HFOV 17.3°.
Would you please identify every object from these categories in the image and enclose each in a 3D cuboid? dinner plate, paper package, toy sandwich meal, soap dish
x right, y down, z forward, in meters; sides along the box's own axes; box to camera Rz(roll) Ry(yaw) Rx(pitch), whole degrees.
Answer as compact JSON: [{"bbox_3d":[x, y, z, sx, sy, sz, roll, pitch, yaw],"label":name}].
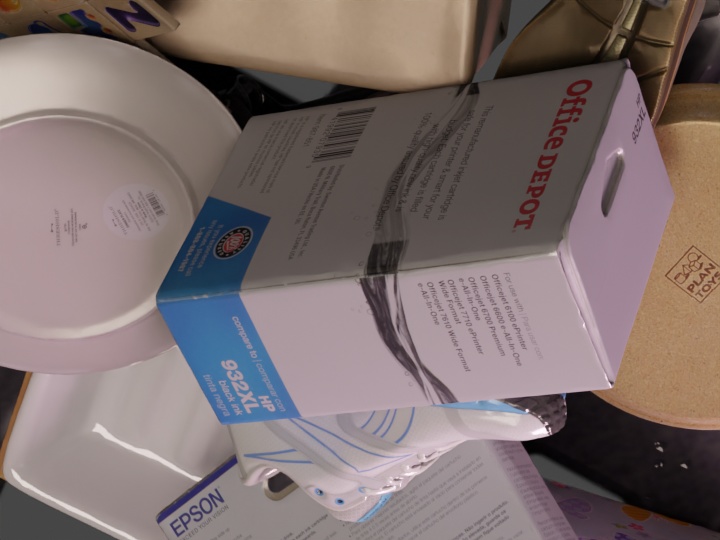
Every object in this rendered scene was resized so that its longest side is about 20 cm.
[{"bbox_3d":[-0.147,-0.024,1.165,0.200,0.024,0.200,-3,124,-5],"label":"dinner plate"},{"bbox_3d":[-0.023,-0.194,1.150,0.200,0.103,0.191,11,113,12],"label":"paper package"},{"bbox_3d":[0.166,-0.011,1.190,0.205,0.070,0.206,5,113,11],"label":"toy sandwich meal"},{"bbox_3d":[-0.084,0.082,1.284,0.200,0.081,0.158,24,115,5],"label":"soap dish"}]

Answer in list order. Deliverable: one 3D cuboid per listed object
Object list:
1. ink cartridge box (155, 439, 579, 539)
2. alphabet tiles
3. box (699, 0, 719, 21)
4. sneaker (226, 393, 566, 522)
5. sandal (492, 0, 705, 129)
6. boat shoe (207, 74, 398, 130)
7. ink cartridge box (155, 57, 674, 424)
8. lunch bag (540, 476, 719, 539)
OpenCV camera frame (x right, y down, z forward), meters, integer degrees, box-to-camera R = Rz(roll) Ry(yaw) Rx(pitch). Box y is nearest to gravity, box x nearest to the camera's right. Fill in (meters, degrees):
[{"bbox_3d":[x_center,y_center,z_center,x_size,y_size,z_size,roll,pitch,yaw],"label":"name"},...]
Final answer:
[{"bbox_3d":[0.015,0.158,1.199,0.200,0.041,0.200,-38,74,28],"label":"ink cartridge box"},{"bbox_3d":[-0.162,-0.125,1.151,0.167,0.008,0.200,-7,143,48],"label":"alphabet tiles"},{"bbox_3d":[0.193,-0.230,1.108,0.193,0.048,0.200,-15,107,23],"label":"box"},{"bbox_3d":[0.015,0.079,1.137,0.200,0.075,0.087,1,99,39],"label":"sneaker"},{"bbox_3d":[0.125,-0.125,1.121,0.080,0.054,0.200,27,107,15],"label":"sandal"},{"bbox_3d":[-0.052,-0.070,1.225,0.200,0.070,0.066,-6,105,17],"label":"boat shoe"},{"bbox_3d":[0.029,-0.012,1.083,0.200,0.145,0.084,-7,125,26],"label":"ink cartridge box"},{"bbox_3d":[0.114,0.226,1.263,0.169,0.127,0.200,16,103,8],"label":"lunch bag"}]
